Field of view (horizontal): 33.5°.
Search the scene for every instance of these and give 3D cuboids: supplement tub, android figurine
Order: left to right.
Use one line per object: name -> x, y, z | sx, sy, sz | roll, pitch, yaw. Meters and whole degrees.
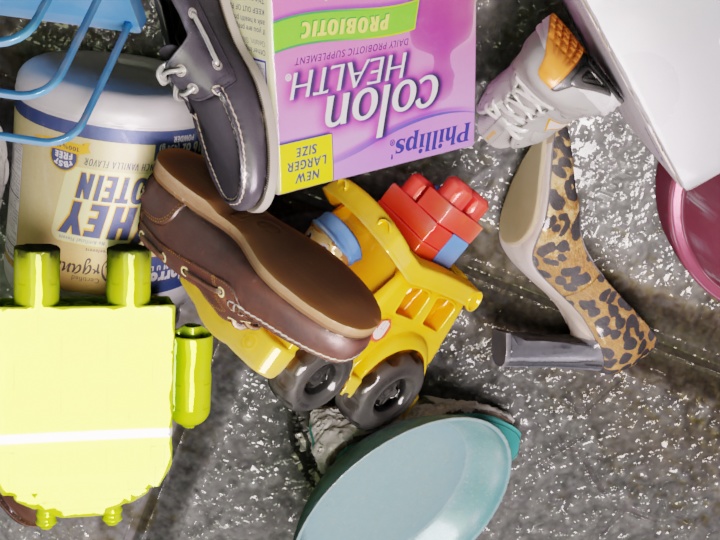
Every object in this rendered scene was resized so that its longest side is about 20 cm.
android figurine -> -0.189, 0.081, 0.813 | 0.181, 0.041, 0.201 | -2, 103, -18
supplement tub -> -0.185, -0.048, 0.877 | 0.143, 0.145, 0.201 | 9, 111, -3

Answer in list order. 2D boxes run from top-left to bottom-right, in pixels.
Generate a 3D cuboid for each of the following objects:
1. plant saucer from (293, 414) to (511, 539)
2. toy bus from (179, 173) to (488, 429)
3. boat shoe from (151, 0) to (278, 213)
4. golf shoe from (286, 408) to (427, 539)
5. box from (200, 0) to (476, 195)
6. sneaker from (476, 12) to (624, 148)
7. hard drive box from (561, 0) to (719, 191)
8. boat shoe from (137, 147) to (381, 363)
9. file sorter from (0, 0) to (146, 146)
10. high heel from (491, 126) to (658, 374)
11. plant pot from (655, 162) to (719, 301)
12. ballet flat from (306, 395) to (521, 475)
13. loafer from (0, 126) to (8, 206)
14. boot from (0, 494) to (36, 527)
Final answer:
plant saucer -> 0.027, 0.182, 0.929 | 0.199, 0.036, 0.201 | -21, 135, -22
toy bus -> 0.000, 0.000, 0.865 | 0.192, 0.136, 0.200 | -51, 146, 12
boat shoe -> -0.106, -0.128, 0.739 | 0.062, 0.073, 0.201 | -14, 87, -35
golf shoe -> 0.005, 0.184, 1.016 | 0.088, 0.077, 0.201 | -32, 108, -13
box -> -0.015, -0.173, 0.807 | 0.175, 0.096, 0.201 | -17, 117, -36
sneaker -> 0.120, -0.115, 0.816 | 0.092, 0.200, 0.076 | -39, 88, 12
hard drive box -> 0.192, -0.162, 0.799 | 0.077, 0.200, 0.156 | -29, 109, 12
boat shoe -> -0.069, 0.001, 0.763 | 0.200, 0.070, 0.071 | 40, 118, 31
file sorter -> -0.236, -0.185, 0.716 | 0.138, 0.123, 0.200 | 10, 150, 13
high heel -> 0.182, -0.017, 0.941 | 0.142, 0.071, 0.201 | 2, 103, -20
plant pot -> 0.329, -0.038, 0.857 | 0.199, 0.179, 0.201 | 0, 112, 0
ballet flat -> 0.043, 0.128, 0.975 | 0.199, 0.072, 0.072 | 3, 115, -35
loafer -> -0.297, -0.050, 0.882 | 0.070, 0.070, 0.200 | 38, 151, -13
boot -> -0.234, 0.144, 0.930 | 0.064, 0.199, 0.187 | -26, 114, -35
